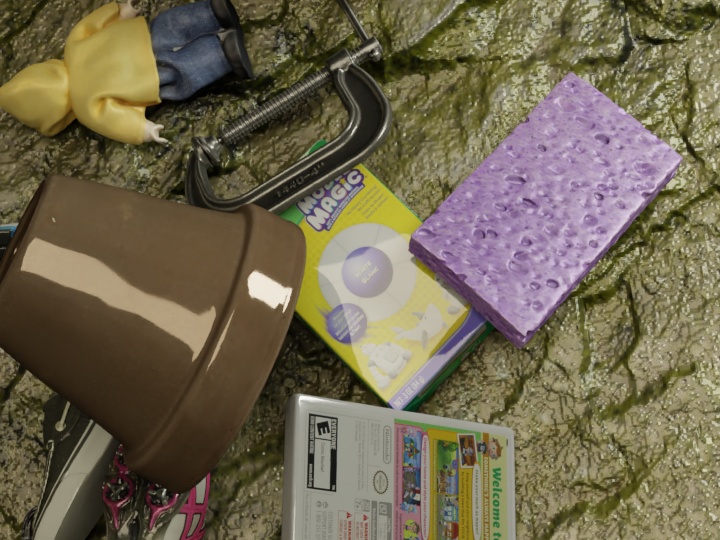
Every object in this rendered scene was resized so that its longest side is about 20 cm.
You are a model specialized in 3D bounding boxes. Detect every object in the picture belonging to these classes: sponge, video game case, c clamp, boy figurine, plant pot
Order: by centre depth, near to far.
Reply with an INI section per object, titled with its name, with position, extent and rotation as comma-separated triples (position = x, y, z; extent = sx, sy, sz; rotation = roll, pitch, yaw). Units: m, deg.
[plant pot]
position = -0.157, 0.025, 1.052
extent = 0.173, 0.200, 0.202
rotation = 25, 80, -16
[video game case]
position = 0.028, 0.197, 1.076
extent = 0.180, 0.022, 0.203
rotation = 11, 68, -26
[sponge]
position = 0.137, -0.048, 1.144
extent = 0.111, 0.030, 0.200
rotation = 39, 66, 13
[c clamp]
position = -0.057, -0.111, 1.194
extent = 0.199, 0.027, 0.171
rotation = -35, 47, -2
[boy figurine]
position = -0.185, -0.150, 1.226
extent = 0.198, 0.064, 0.126
rotation = -20, 75, 3

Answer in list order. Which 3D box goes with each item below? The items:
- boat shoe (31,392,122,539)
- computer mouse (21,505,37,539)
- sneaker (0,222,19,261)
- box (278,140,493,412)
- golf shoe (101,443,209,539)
[boat shoe]
position = -0.204, 0.117, 1.164
extent = 0.063, 0.071, 0.202
rotation = 18, 70, 13
[computer mouse]
position = -0.205, 0.265, 1.144
extent = 0.058, 0.034, 0.202
rotation = -27, 74, 1
[sneaker]
position = -0.211, -0.013, 1.187
extent = 0.197, 0.087, 0.076
rotation = -1, 117, -7
[box]
position = 0.000, 0.000, 1.167
extent = 0.117, 0.048, 0.200
rotation = -45, 74, -5
[golf shoe]
position = -0.150, 0.194, 1.135
extent = 0.072, 0.093, 0.202
rotation = 3, 55, 17
